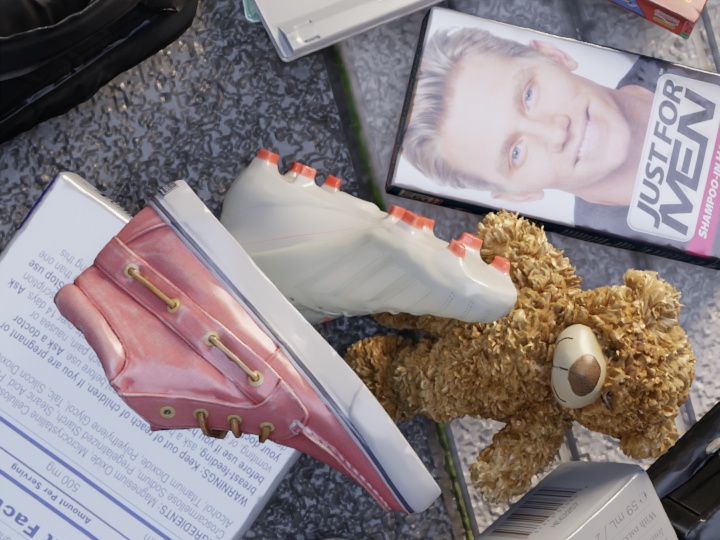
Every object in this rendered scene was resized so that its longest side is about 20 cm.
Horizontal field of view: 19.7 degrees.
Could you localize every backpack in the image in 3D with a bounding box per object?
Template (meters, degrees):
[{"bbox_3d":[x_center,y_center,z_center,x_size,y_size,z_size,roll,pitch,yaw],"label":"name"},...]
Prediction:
[{"bbox_3d":[-0.184,-0.144,1.050,0.200,0.167,0.127,-29,74,-9],"label":"backpack"}]

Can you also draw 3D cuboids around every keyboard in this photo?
[{"bbox_3d":[0.036,-0.168,1.088,0.200,0.011,0.056,-23,70,-17],"label":"keyboard"}]

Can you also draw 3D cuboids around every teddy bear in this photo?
[{"bbox_3d":[0.071,0.041,1.065,0.200,0.067,0.145,30,91,38],"label":"teddy bear"}]

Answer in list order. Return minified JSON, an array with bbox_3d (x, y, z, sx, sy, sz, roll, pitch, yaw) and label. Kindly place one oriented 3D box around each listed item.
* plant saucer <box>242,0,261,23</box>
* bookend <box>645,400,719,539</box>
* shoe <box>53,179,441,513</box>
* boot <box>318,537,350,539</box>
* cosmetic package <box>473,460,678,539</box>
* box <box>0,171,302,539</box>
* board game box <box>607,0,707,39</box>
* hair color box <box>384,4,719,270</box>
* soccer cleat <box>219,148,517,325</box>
[{"bbox_3d":[0.030,-0.185,1.128,0.199,0.019,0.070,-10,90,-2],"label":"plant saucer"},{"bbox_3d":[0.241,0.100,1.046,0.200,0.199,0.092,-43,94,-1],"label":"bookend"},{"bbox_3d":[-0.056,0.058,0.996,0.091,0.071,0.200,-41,87,-3],"label":"shoe"},{"bbox_3d":[0.049,0.209,1.090,0.200,0.090,0.073,27,88,-2],"label":"boot"},{"bbox_3d":[0.133,0.208,1.064,0.102,0.074,0.200,-37,108,-29],"label":"cosmetic package"},{"bbox_3d":[-0.135,0.083,1.075,0.184,0.105,0.200,36,87,-3],"label":"box"},{"bbox_3d":[0.105,-0.208,1.099,0.200,0.019,0.103,27,66,6],"label":"board game box"},{"bbox_3d":[0.121,-0.068,1.110,0.199,0.061,0.100,13,88,-2],"label":"hair color box"},{"bbox_3d":[0.000,0.000,1.061,0.069,0.200,0.078,18,95,-47],"label":"soccer cleat"}]
